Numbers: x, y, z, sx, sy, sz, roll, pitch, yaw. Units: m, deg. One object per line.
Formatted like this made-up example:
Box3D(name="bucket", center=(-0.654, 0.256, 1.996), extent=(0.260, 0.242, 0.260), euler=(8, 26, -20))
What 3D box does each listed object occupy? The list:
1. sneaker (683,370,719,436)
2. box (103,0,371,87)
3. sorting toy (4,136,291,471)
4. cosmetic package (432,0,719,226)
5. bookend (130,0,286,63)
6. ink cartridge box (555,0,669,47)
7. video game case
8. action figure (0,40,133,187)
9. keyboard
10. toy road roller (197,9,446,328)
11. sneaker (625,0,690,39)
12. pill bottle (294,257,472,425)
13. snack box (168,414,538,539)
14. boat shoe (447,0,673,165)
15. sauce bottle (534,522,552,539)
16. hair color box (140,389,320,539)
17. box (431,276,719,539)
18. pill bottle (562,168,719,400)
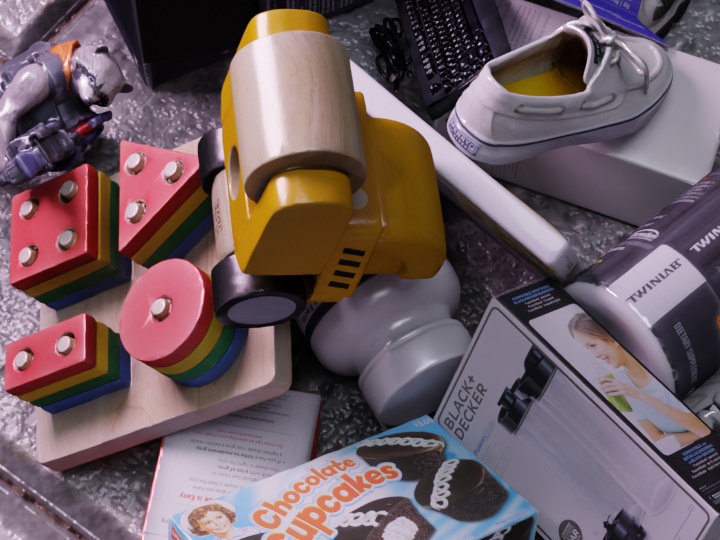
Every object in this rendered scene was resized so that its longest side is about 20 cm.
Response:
Box3D(name="sneaker", center=(0.217, 0.093, 1.256), extent=(0.081, 0.075, 0.200), euler=(38, 67, 26))
Box3D(name="box", center=(-0.102, -0.252, 1.398), extent=(0.199, 0.105, 0.149), euler=(-24, 67, -15))
Box3D(name="sorting toy", center=(-0.147, 0.004, 1.224), extent=(0.197, 0.069, 0.202), euler=(-20, 57, 27))
Box3D(name="cosmetic package", center=(0.161, -0.113, 1.349), extent=(0.198, 0.085, 0.108), euler=(21, 63, 8))
Box3D(name="bookend", center=(-0.164, -0.230, 1.262), extent=(0.198, 0.092, 0.200), euler=(-9, 57, -7))
Box3D(name="ink cartridge box", center=(0.110, -0.240, 1.334), extent=(0.197, 0.044, 0.200), euler=(14, 22, -39))
Box3D(name="video game case", center=(0.073, -0.055, 1.265), extent=(0.200, 0.182, 0.023), euler=(42, 91, 17))
Box3D(name="action figure", center=(-0.250, -0.104, 1.269), extent=(0.192, 0.200, 0.105), euler=(-21, 99, 2))
Box3D(name="keyboard", center=(0.046, -0.179, 1.343), extent=(0.104, 0.040, 0.201), euler=(-40, 29, 18))
Box3D(name="toy road roller", center=(-0.013, -0.056, 1.109), extent=(0.144, 0.200, 0.124), euler=(-2, 65, -15))
Box3D(name="sneaker", center=(0.244, -0.269, 1.439), extent=(0.083, 0.081, 0.200), euler=(32, 66, 20))
Box3D(name="pill bottle", center=(0.000, 0.000, 1.268), extent=(0.110, 0.111, 0.201), euler=(-25, 67, -14))
Box3D(name="snack box", center=(-0.004, 0.161, 1.139), extent=(0.199, 0.037, 0.116), euler=(-19, 39, -31))
Box3D(name="boat shoe", center=(0.146, -0.137, 1.233), extent=(0.201, 0.086, 0.075), euler=(-18, 58, -37))
Box3D(name="sauce bottle", center=(0.120, 0.201, 1.198), extent=(0.066, 0.066, 0.200), euler=(-29, 63, -16))
Box3D(name="hair color box", center=(-0.089, 0.174, 1.203), extent=(0.100, 0.061, 0.202), euler=(9, 62, 2))
Box3D(name="box", center=(0.145, 0.114, 1.166), extent=(0.060, 0.117, 0.200), euler=(-17, 53, -42))
Box3D(name="pill bottle", center=(0.232, 0.001, 1.234), extent=(0.199, 0.107, 0.106), euler=(-36, 69, -25))
